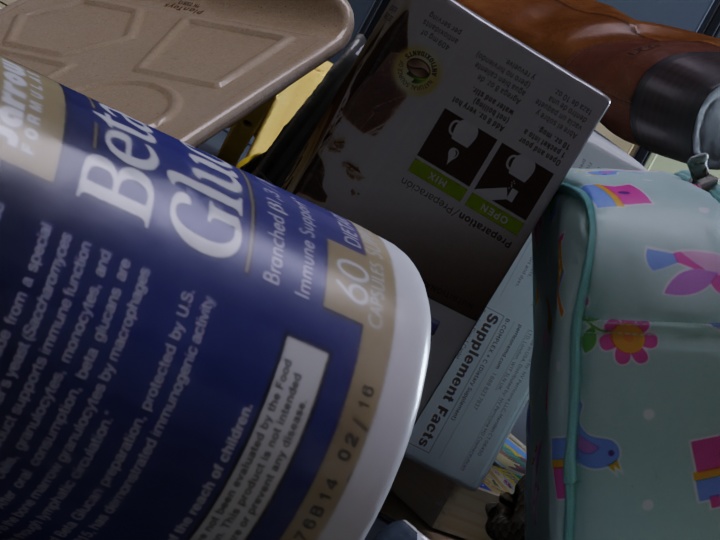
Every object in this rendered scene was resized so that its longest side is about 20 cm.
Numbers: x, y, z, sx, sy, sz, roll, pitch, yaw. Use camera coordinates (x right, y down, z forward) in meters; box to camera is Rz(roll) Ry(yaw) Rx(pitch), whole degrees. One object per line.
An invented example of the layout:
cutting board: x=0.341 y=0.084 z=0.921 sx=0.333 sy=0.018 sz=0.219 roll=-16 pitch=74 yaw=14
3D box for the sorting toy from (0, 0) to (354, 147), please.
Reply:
sorting toy: x=-0.126 y=-0.088 z=1.028 sx=0.184 sy=0.037 sz=0.200 roll=14 pitch=38 yaw=30

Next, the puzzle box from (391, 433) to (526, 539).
puzzle box: x=0.034 y=0.081 z=1.041 sx=0.133 sy=0.025 sz=0.200 roll=22 pitch=10 yaw=-38

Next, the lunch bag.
lunch bag: x=0.101 y=0.057 z=0.781 sx=0.077 sy=0.201 sz=0.160 roll=1 pitch=7 yaw=0

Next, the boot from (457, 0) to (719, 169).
boot: x=0.144 y=-0.099 z=1.048 sx=0.188 sy=0.069 sz=0.200 roll=-12 pitch=29 yaw=-38

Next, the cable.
cable: x=-0.055 y=-0.049 z=1.061 sx=0.050 sy=0.097 sz=0.200 roll=42 pitch=-34 yaw=6

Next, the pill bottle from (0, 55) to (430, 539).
pill bottle: x=-0.092 y=0.006 z=0.535 sx=0.199 sy=0.111 sz=0.111 roll=25 pitch=9 yaw=-22

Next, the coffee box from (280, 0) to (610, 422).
coffee box: x=0.000 y=0.000 z=0.784 sx=0.080 sy=0.201 sz=0.113 roll=30 pitch=6 yaw=-6

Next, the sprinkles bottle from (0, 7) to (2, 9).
sprinkles bottle: x=-0.223 y=-0.125 z=1.299 sx=0.068 sy=0.068 sz=0.200 roll=35 pitch=10 yaw=40

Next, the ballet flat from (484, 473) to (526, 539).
ballet flat: x=0.102 y=0.096 z=0.954 sx=0.046 sy=0.068 sz=0.200 roll=-11 pitch=4 yaw=25

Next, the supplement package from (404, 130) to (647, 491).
supplement package: x=0.034 y=-0.015 z=0.986 sx=0.111 sy=0.156 sz=0.200 roll=28 pitch=8 yaw=-7

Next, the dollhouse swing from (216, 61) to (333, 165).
dollhouse swing: x=-0.017 y=-0.046 z=1.658 sx=0.199 sy=0.176 sz=0.182 roll=27 pitch=-34 yaw=-7

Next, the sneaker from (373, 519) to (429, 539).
sneaker: x=0.071 y=0.133 z=0.658 sx=0.200 sy=0.071 sz=0.073 roll=26 pitch=8 yaw=-36
